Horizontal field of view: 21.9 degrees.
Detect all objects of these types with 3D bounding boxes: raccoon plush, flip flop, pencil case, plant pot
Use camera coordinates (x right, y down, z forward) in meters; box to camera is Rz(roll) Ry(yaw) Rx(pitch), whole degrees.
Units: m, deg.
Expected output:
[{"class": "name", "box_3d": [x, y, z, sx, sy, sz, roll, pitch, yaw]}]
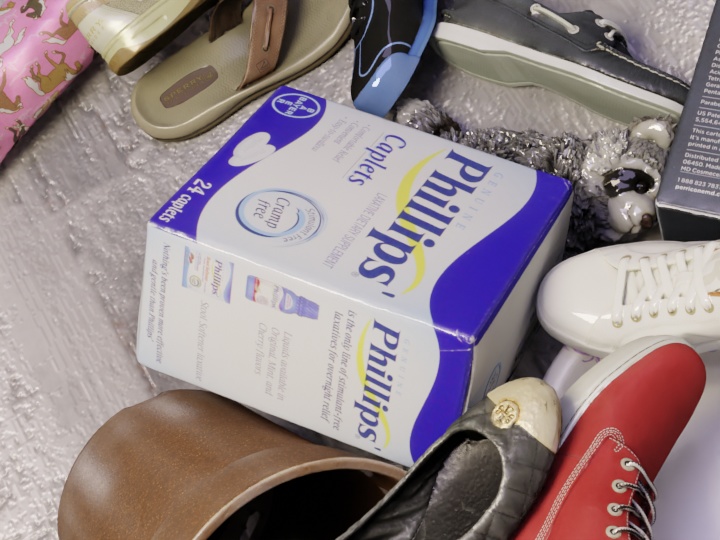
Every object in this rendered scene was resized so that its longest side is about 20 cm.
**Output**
[{"class": "raccoon plush", "box_3d": [0.119, -0.082, 1.201, 0.133, 0.097, 0.200, -30, 60, -8]}, {"class": "flip flop", "box_3d": [-0.082, -0.168, 1.318, 0.199, 0.058, 0.081, -34, 60, 0]}, {"class": "pencil case", "box_3d": [-0.250, -0.153, 1.351, 0.083, 0.086, 0.200, 42, 80, -15]}, {"class": "plant pot", "box_3d": [-0.070, 0.170, 1.059, 0.201, 0.200, 0.198, -49, 32, -9]}]

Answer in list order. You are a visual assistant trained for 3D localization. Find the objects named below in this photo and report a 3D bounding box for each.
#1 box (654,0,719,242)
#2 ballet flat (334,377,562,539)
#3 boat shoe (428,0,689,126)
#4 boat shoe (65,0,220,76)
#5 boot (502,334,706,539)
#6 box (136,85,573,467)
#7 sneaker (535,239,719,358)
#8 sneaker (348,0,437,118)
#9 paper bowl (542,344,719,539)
[{"class": "box", "box_3d": [0.258, -0.081, 1.116, 0.106, 0.149, 0.201, 11, 68, 21]}, {"class": "ballet flat", "box_3d": [0.030, 0.129, 0.945, 0.200, 0.057, 0.066, -46, 46, -9]}, {"class": "boat shoe", "box_3d": [0.139, -0.146, 1.229, 0.199, 0.076, 0.061, 23, 80, 25]}, {"class": "boat shoe", "box_3d": [-0.119, -0.218, 1.319, 0.063, 0.073, 0.201, 47, 67, -1]}, {"class": "boot", "box_3d": [0.141, 0.127, 0.945, 0.200, 0.072, 0.144, -51, 31, -13]}, {"class": "box", "box_3d": [0.000, 0.000, 1.077, 0.199, 0.106, 0.184, 20, 37, 14]}, {"class": "sneaker", "box_3d": [0.189, 0.004, 1.016, 0.198, 0.085, 0.073, 0, 63, 19]}, {"class": "sneaker", "box_3d": [0.015, -0.197, 1.281, 0.077, 0.070, 0.201, 23, 62, -11]}, {"class": "paper bowl", "box_3d": [0.201, 0.113, 1.069, 0.199, 0.104, 0.202, -7, 63, 14]}]
